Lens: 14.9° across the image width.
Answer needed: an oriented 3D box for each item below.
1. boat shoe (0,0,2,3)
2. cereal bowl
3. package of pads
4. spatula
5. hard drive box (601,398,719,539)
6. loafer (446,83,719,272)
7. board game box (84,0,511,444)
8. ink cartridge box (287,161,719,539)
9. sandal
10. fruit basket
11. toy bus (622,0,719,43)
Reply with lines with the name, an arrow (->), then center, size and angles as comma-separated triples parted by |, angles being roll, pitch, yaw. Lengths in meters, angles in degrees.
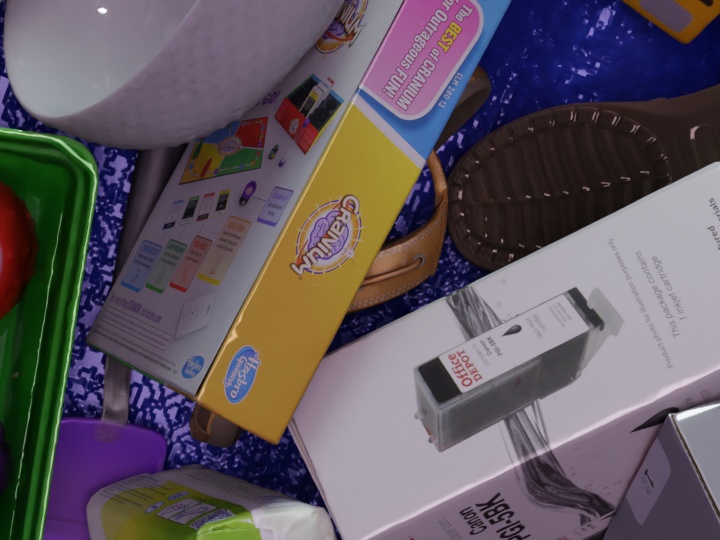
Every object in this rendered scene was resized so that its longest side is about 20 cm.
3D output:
boat shoe -> -0.137, -0.187, 1.121 | 0.067, 0.057, 0.200 | 27, 88, -10
cereal bowl -> -0.056, -0.136, 1.108 | 0.083, 0.200, 0.200 | 25, 92, -30
package of pads -> -0.049, 0.185, 1.136 | 0.068, 0.154, 0.201 | -12, 97, -22
spatula -> -0.102, 0.026, 1.189 | 0.056, 0.021, 0.201 | 10, 90, -19
hard drive box -> 0.211, 0.093, 1.116 | 0.200, 0.156, 0.077 | -17, 66, -17
loafer -> 0.134, -0.039, 1.170 | 0.200, 0.068, 0.076 | -12, 76, 18
board game box -> -0.029, -0.039, 1.114 | 0.040, 0.153, 0.200 | 29, 87, -23
ink cartridge box -> 0.084, 0.057, 1.122 | 0.200, 0.147, 0.083 | -27, 66, 5
sandal -> 0.000, 0.000, 1.164 | 0.054, 0.080, 0.200 | 36, 97, 6
fruit basket -> -0.194, 0.036, 1.097 | 0.155, 0.216, 0.216 | 9, 93, -4
toy bus -> 0.116, -0.162, 1.155 | 0.200, 0.078, 0.065 | 35, 55, -5
